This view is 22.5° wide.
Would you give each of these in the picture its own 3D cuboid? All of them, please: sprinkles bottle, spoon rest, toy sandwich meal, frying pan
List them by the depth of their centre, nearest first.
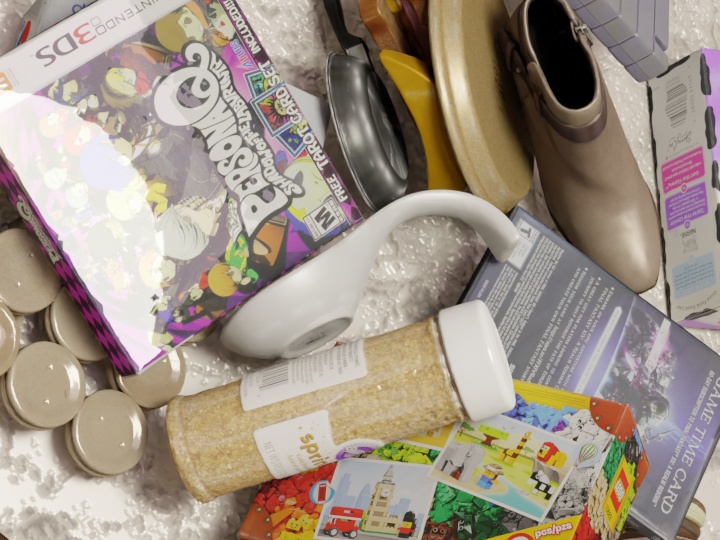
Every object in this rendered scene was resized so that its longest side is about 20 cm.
[{"bbox_3d":[-0.012,0.078,1.068,0.200,0.068,0.068,-18,83,8],"label":"sprinkles bottle"},{"bbox_3d":[0.000,0.000,1.139,0.200,0.099,0.061,-22,73,-19],"label":"spoon rest"},{"bbox_3d":[0.005,-0.118,1.225,0.190,0.031,0.115,-90,158,-46],"label":"frying pan"},{"bbox_3d":[0.060,-0.128,1.235,0.205,0.070,0.206,-10,90,-70],"label":"toy sandwich meal"}]

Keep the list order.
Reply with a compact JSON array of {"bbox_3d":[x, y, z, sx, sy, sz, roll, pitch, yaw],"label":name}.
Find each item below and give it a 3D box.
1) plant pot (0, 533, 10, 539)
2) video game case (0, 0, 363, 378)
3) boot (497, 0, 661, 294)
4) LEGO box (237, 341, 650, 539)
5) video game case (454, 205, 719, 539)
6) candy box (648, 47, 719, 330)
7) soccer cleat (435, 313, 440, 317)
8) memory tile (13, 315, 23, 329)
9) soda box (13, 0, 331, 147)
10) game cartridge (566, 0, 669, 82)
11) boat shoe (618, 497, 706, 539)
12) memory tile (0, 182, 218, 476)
[{"bbox_3d":[-0.277,0.161,0.925,0.200,0.187,0.187,47,57,6],"label":"plant pot"},{"bbox_3d":[-0.119,-0.068,1.081,0.181,0.036,0.200,-35,101,-25],"label":"video game case"},{"bbox_3d":[0.149,-0.089,1.216,0.070,0.146,0.200,-26,74,0],"label":"boot"},{"bbox_3d":[0.052,0.139,1.091,0.149,0.200,0.077,-63,147,-28],"label":"LEGO box"},{"bbox_3d":[0.150,0.068,1.193,0.200,0.019,0.143,36,59,-9],"label":"video game case"},{"bbox_3d":[0.311,-0.054,1.373,0.168,0.072,0.200,7,71,-28],"label":"candy box"},{"bbox_3d":[0.135,0.055,1.241,0.200,0.070,0.086,-1,65,-33],"label":"soccer cleat"},{"bbox_3d":[-0.302,0.000,1.037,0.200,0.017,0.153,-21,87,-33],"label":"memory tile"},{"bbox_3d":[-0.121,-0.105,1.145,0.200,0.063,0.068,23,66,-22],"label":"soda box"},{"bbox_3d":[0.173,-0.243,1.282,0.130,0.038,0.200,37,43,-30],"label":"game cartridge"},{"bbox_3d":[0.136,0.165,1.214,0.202,0.075,0.075,17,80,-17],"label":"boat shoe"},{"bbox_3d":[-0.183,0.015,1.075,0.200,0.017,0.153,41,57,-23],"label":"memory tile"}]
